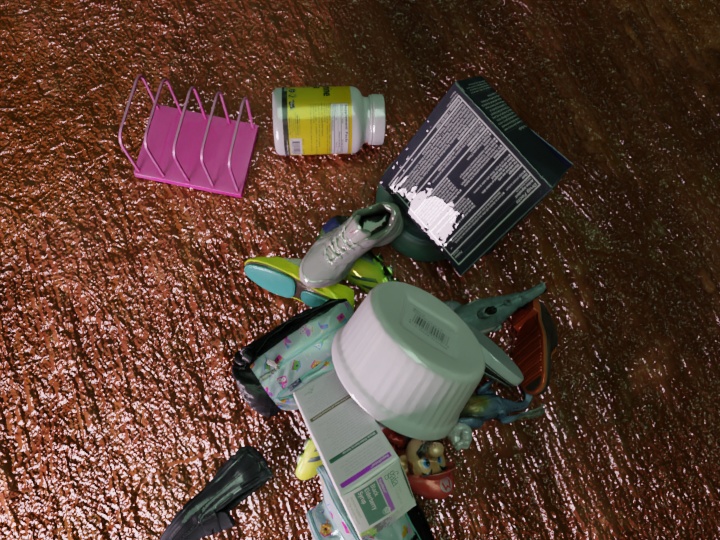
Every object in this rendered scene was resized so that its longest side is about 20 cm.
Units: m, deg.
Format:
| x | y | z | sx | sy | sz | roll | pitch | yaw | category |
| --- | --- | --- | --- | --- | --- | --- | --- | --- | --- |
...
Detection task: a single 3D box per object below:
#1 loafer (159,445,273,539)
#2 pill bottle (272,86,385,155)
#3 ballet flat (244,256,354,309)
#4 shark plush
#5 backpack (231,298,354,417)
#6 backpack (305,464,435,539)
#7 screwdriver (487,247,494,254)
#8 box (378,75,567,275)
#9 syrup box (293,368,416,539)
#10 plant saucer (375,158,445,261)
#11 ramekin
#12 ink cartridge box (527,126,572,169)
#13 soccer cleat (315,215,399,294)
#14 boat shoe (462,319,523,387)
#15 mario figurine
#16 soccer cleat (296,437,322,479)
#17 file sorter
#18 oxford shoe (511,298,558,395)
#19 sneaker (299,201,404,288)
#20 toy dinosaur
| x | y | z | sx | sy | sz | roll | pitch | yaw | category |
| --- | --- | --- | --- | --- | --- | --- | --- | --- | --- |
| -0.213 | 0.352 | 0.806 | 0.070 | 0.069 | 0.200 | 39 | 71 | 17 | loafer |
| -0.056 | -0.266 | 0.978 | 0.192 | 0.113 | 0.117 | -3 | 73 | -6 | pill bottle |
| -0.097 | 0.018 | 0.924 | 0.195 | 0.068 | 0.068 | 25 | 52 | 0 | ballet flat |
| 0.207 | 0.079 | 0.889 | 0.193 | 0.083 | 0.094 | -12 | 77 | 12 | shark plush |
| -0.080 | 0.130 | 0.831 | 0.196 | 0.167 | 0.129 | -31 | 88 | -4 | backpack |
| 0.009 | 0.345 | 0.751 | 0.149 | 0.175 | 0.206 | -22 | 100 | -13 | backpack |
| 0.163 | -0.102 | 0.988 | 0.200 | 0.028 | 0.029 | 46 | 104 | 6 | screwdriver |
| 0.168 | -0.143 | 0.840 | 0.199 | 0.200 | 0.122 | 49 | 37 | 7 | box |
| -0.013 | 0.217 | 0.688 | 0.080 | 0.200 | 0.081 | -27 | 119 | -9 | syrup box |
| 0.121 | -0.120 | 0.962 | 0.192 | 0.036 | 0.208 | 0 | 86 | 5 | plant saucer |
| 0.068 | 0.107 | 0.720 | 0.198 | 0.200 | 0.099 | 35 | 116 | 6 | ramekin |
| 0.237 | -0.188 | 0.931 | 0.197 | 0.200 | 0.047 | 42 | 84 | 9 | ink cartridge box |
| 0.000 | 0.000 | 0.940 | 0.083 | 0.065 | 0.202 | -39 | 83 | 14 | soccer cleat |
| 0.154 | 0.116 | 0.834 | 0.198 | 0.069 | 0.057 | 37 | 108 | 5 | boat shoe |
| 0.084 | 0.215 | 0.779 | 0.121 | 0.106 | 0.205 | -26 | 67 | 10 | mario figurine |
| -0.017 | 0.247 | 0.845 | 0.083 | 0.065 | 0.200 | 40 | 74 | 12 | soccer cleat |
| -0.290 | -0.233 | 0.943 | 0.193 | 0.126 | 0.144 | 11 | 73 | -1 | file sorter |
| 0.288 | 0.120 | 0.877 | 0.071 | 0.071 | 0.203 | 32 | 40 | -13 | oxford shoe |
| -0.019 | -0.050 | 0.862 | 0.198 | 0.099 | 0.079 | -38 | 80 | -3 | sneaker |
| 0.198 | 0.208 | 0.891 | 0.178 | 0.199 | 0.108 | 16 | 52 | -35 | toy dinosaur |
